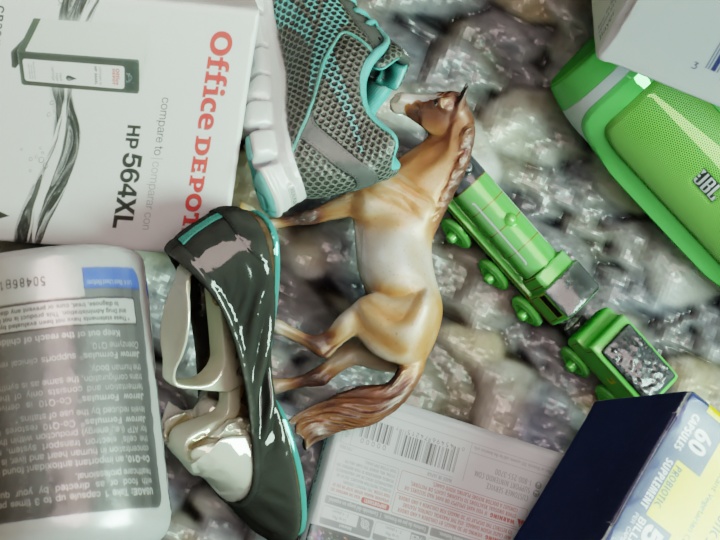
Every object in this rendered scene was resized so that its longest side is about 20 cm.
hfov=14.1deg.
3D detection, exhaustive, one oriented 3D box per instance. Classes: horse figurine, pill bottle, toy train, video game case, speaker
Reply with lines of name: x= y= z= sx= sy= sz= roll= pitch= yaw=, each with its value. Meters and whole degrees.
horse figurine: x=0.000 y=0.000 z=1.614 sx=0.132 sy=0.050 sz=0.201 roll=-2 pitch=81 yaw=5
pill bottle: x=-0.159 y=0.094 z=1.537 sx=0.113 sy=0.114 sz=0.201 roll=-4 pitch=82 yaw=-16
toy train: x=0.103 y=0.004 z=1.655 sx=0.042 sy=0.056 sz=0.200 roll=-44 pitch=95 yaw=-17
video game case: x=0.058 y=0.180 z=1.633 sx=0.199 sy=0.023 sz=0.183 roll=18 pitch=77 yaw=-13
speaker: x=0.202 y=-0.059 z=1.678 sx=0.200 sy=0.088 sz=0.088 roll=46 pitch=73 yaw=-5

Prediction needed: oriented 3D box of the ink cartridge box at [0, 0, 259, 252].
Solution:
ink cartridge box: x=-0.163 y=-0.094 z=1.551 sx=0.199 sy=0.084 sz=0.147 roll=4 pitch=113 yaw=-14

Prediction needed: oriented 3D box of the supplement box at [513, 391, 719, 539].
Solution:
supplement box: x=0.201 y=0.169 z=1.611 sx=0.200 sy=0.109 sz=0.109 roll=38 pitch=71 yaw=-17

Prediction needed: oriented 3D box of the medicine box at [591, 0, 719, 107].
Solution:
medicine box: x=0.229 y=-0.174 z=1.642 sx=0.181 sy=0.103 sz=0.200 roll=20 pitch=33 yaw=-12

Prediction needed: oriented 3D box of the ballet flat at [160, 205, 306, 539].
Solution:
ballet flat: x=-0.076 y=0.063 z=1.562 sx=0.068 sy=0.068 sz=0.201 roll=-19 pitch=114 yaw=-30

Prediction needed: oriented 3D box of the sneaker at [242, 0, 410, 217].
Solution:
sneaker: x=-0.018 y=-0.121 z=1.605 sx=0.091 sy=0.078 sz=0.201 roll=-5 pitch=63 yaw=4
